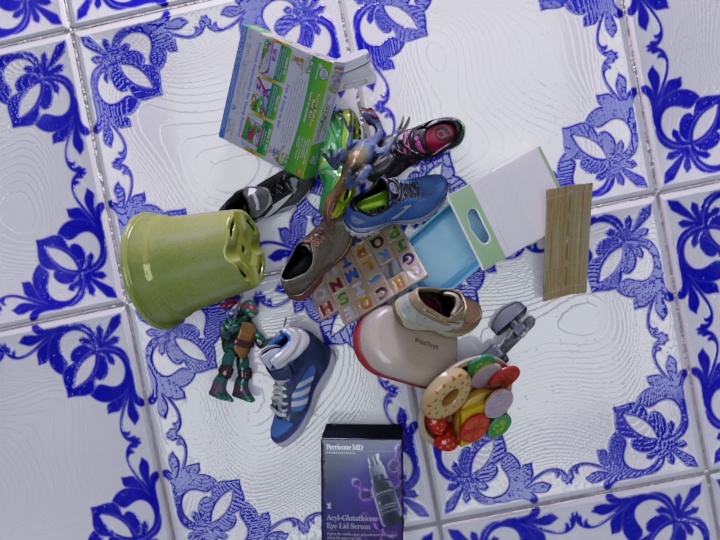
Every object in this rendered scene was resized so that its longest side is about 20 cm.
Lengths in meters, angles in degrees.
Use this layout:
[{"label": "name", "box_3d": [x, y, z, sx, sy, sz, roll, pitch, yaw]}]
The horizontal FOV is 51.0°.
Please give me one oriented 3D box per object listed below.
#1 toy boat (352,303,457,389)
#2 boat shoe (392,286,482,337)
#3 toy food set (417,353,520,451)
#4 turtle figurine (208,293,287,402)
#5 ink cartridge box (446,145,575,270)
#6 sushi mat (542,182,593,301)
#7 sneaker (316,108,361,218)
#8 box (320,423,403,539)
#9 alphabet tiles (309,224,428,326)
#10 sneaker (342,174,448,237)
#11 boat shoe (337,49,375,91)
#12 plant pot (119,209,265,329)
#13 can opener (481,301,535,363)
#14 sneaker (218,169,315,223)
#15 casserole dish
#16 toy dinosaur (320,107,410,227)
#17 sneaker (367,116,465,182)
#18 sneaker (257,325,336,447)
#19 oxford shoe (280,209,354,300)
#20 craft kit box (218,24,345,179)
[{"label": "toy boat", "box_3d": [0.067, 0.140, 1.316, 0.198, 0.130, 0.133, 20, 60, -31]}, {"label": "boat shoe", "box_3d": [0.146, 0.066, 1.279, 0.066, 0.198, 0.075, -42, 58, 39]}, {"label": "toy food set", "box_3d": [0.187, 0.228, 1.297, 0.195, 0.049, 0.203, -19, 126, -19]}, {"label": "turtle figurine", "box_3d": [-0.204, 0.129, 1.340, 0.148, 0.100, 0.204, 15, 90, -39]}, {"label": "ink cartridge box", "box_3d": [0.256, -0.107, 1.307, 0.198, 0.048, 0.147, -28, 92, -10]}, {"label": "sushi mat", "box_3d": [0.357, -0.049, 1.305, 0.094, 0.012, 0.204, -8, 108, -18]}, {"label": "sneaker", "box_3d": [-0.049, -0.185, 1.327, 0.082, 0.074, 0.204, 2, 73, 23]}, {"label": "box", "box_3d": [0.005, 0.380, 1.333, 0.145, 0.104, 0.204, -1, 93, 3]}, {"label": "alphabet tiles", "box_3d": [0.000, 0.000, 1.315, 0.198, 0.008, 0.168, -31, 52, 4]}, {"label": "sneaker", "box_3d": [0.065, -0.121, 1.298, 0.197, 0.089, 0.079, -22, 69, -14]}, {"label": "boat shoe", "box_3d": [-0.067, -0.320, 1.327, 0.197, 0.071, 0.071, -19, 116, 10]}, {"label": "plant pot", "box_3d": [-0.266, -0.019, 1.261, 0.181, 0.200, 0.204, -13, 92, 18]}, {"label": "can opener", "box_3d": [0.231, 0.143, 1.348, 0.200, 0.053, 0.067, -45, 58, 4]}, {"label": "sneaker", "box_3d": [-0.168, -0.126, 1.327, 0.198, 0.090, 0.067, -27, 90, 4]}, {"label": "casserole dish", "box_3d": [0.158, -0.041, 1.341, 0.199, 0.039, 0.122, -40, 90, 4]}, {"label": "toy dinosaur", "box_3d": [-0.011, -0.201, 1.272, 0.104, 0.182, 0.201, 36, 116, 0]}, {"label": "sneaker", "box_3d": [0.090, -0.219, 1.314, 0.198, 0.084, 0.078, -28, 90, 3]}, {"label": "sneaker", "box_3d": [-0.140, 0.193, 1.312, 0.146, 0.080, 0.202, 33, 85, -38]}, {"label": "oxford shoe", "box_3d": [-0.069, -0.042, 1.316, 0.070, 0.075, 0.202, 27, 75, 21]}, {"label": "craft kit box", "box_3d": [-0.138, -0.287, 1.281, 0.196, 0.048, 0.203, 30, 115, 25]}]
